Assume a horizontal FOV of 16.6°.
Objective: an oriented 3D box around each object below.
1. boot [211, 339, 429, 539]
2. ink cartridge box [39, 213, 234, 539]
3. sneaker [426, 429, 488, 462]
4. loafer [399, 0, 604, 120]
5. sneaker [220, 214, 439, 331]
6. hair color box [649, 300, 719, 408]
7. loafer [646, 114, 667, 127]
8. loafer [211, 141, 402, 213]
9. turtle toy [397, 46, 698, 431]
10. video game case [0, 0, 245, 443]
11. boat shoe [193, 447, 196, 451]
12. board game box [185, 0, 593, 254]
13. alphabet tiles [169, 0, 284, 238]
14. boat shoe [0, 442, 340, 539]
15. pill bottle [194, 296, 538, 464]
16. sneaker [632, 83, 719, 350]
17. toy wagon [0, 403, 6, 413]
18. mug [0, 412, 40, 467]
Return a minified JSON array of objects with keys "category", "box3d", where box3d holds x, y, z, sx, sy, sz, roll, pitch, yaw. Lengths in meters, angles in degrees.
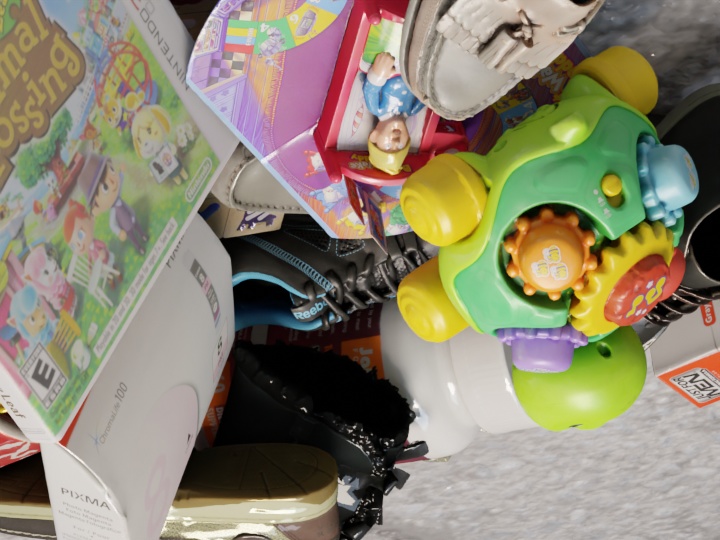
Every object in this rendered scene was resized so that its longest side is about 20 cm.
[{"category":"boot","box3d":[-0.075,0.105,1.357,0.198,0.073,0.163,25,125,1]},{"category":"ink cartridge box","box3d":[-0.107,0.036,1.195,0.057,0.163,0.200,16,146,6]},{"category":"sneaker","box3d":[0.085,0.052,1.472,0.077,0.089,0.200,9,145,-27]},{"category":"loafer","box3d":[0.086,-0.142,1.065,0.072,0.063,0.200,22,114,-32]},{"category":"sneaker","box3d":[0.000,0.000,1.326,0.200,0.082,0.073,-8,130,19]},{"category":"hair color box","box3d":[0.258,-0.008,1.403,0.200,0.102,0.061,-23,147,25]},{"category":"loafer","box3d":[0.158,-0.052,1.334,0.200,0.073,0.072,-13,146,5]},{"category":"loafer","box3d":[0.020,-0.057,1.246,0.200,0.070,0.070,-12,142,-23]},{"category":"turtle toy","box3d":[0.099,-0.003,1.180,0.146,0.101,0.200,-34,149,-24]},{"category":"video game case","box3d":[-0.135,-0.059,1.073,0.022,0.200,0.182,0,136,35]},{"category":"boat shoe","box3d":[-0.148,0.088,1.495,0.060,0.072,0.202,-28,151,27]},{"category":"board game box","box3d":[0.022,-0.080,1.150,0.158,0.039,0.200,-32,134,12]},{"category":"alphabet tiles","box3d":[-0.067,-0.083,1.223,0.166,0.006,0.200,-9,141,-24]},{"category":"boat shoe","box3d":[-0.107,0.132,1.302,0.200,0.072,0.066,-3,113,12]},{"category":"pill bottle","box3d":[0.006,0.058,1.410,0.200,0.110,0.110,-10,152,25]},{"category":"sneaker","box3d":[0.146,0.003,1.273,0.075,0.106,0.200,26,115,-16]},{"category":"toy wagon","box3d":[-0.199,-0.028,1.169,0.155,0.200,0.040,-25,-167,-1]},{"category":"mug","box3d":[-0.220,0.040,1.315,0.200,0.178,0.133,-19,122,47]}]
